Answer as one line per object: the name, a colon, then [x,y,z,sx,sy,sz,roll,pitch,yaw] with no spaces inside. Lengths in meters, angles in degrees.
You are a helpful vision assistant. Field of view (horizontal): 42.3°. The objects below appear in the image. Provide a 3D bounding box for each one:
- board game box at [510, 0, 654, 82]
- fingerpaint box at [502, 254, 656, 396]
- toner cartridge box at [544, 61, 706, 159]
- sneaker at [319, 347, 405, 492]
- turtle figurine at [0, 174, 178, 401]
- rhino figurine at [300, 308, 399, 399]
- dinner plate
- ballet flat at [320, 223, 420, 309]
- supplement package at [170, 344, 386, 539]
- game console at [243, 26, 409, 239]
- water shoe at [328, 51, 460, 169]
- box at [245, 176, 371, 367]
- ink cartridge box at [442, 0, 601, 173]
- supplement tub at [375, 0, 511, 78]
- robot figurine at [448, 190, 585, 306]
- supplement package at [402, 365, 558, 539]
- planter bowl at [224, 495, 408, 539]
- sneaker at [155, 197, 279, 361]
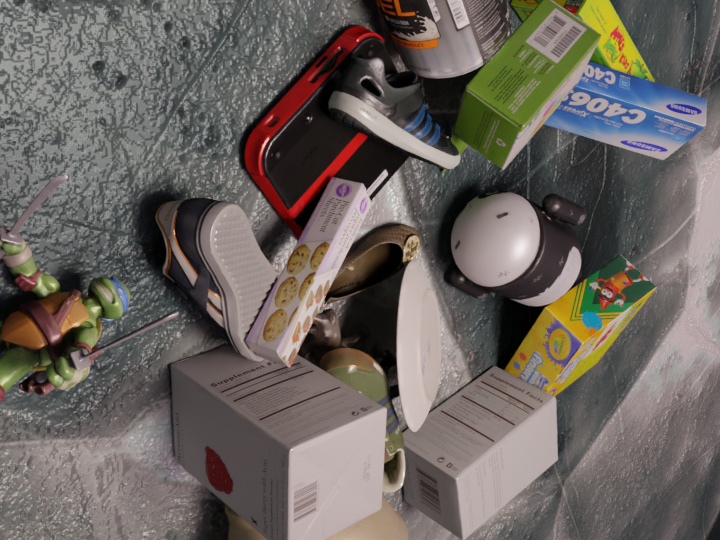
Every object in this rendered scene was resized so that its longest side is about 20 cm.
board game box: [0.276,-0.279,1.142,0.200,0.102,0.048,37,81,-47]
fingerpaint box: [0.296,0.092,1.300,0.167,0.073,0.200,-31,156,-31]
toner cartridge box: [0.311,-0.200,1.145,0.200,0.095,0.043,14,68,-10]
sneaker: [0.011,0.174,1.029,0.067,0.090,0.200,-17,138,7]
turtle figurine: [-0.274,0.036,0.728,0.194,0.200,0.144,-34,95,-23]
rhino figurine: [-0.017,0.105,1.062,0.087,0.060,0.200,-41,135,1]
dinner plate: [0.072,0.088,1.090,0.200,0.024,0.201,-1,90,-74]
ballet flat: [0.000,0.000,1.043,0.200,0.046,0.067,-22,124,-36]
supplement package: [-0.086,0.165,0.923,0.120,0.200,0.121,-17,119,-38]
game console: [-0.022,-0.135,0.978,0.200,0.031,0.177,-49,141,-14]
water shoe: [0.052,-0.162,0.963,0.200,0.071,0.079,16,97,-52]
box: [-0.049,-0.001,0.930,0.200,0.041,0.039,-63,152,-21]
ink cartridge box: [0.173,-0.181,1.038,0.148,0.076,0.200,-49,168,-17]
supplement tub: [0.066,-0.300,0.913,0.123,0.122,0.200,-47,134,-18]
robot figurine: [0.199,-0.027,1.172,0.200,0.125,0.150,20,89,-47]
supplement package: [0.161,0.242,1.262,0.200,0.117,0.117,-30,126,-31]
planter bowl: [-0.065,0.282,1.026,0.200,0.200,0.135,-36,103,-27]
sneaker: [-0.134,0.005,0.895,0.078,0.079,0.200,-56,148,-35]
